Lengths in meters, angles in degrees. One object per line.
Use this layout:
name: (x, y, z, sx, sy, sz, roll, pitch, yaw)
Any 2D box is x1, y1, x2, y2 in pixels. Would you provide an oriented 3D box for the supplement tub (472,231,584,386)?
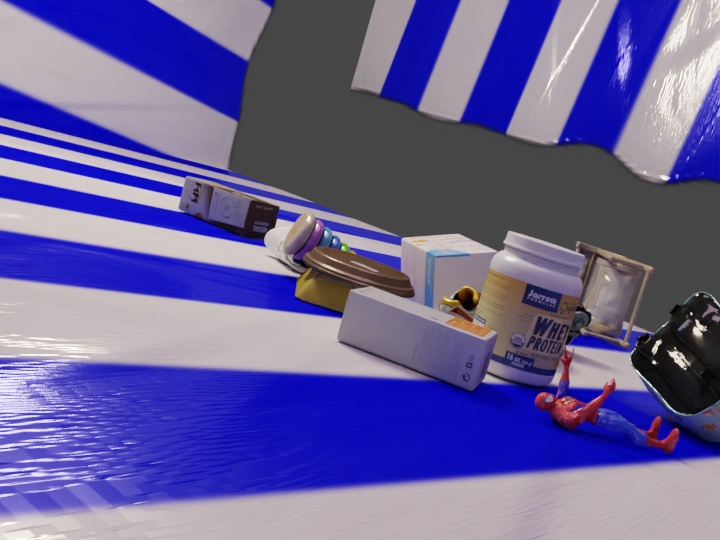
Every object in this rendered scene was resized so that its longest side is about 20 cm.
supplement tub: (0.249, 0.056, 1.314, 0.141, 0.204, 0.144, 16, 7, -2)

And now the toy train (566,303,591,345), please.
toy train: (0.349, 0.086, 1.691, 0.196, 0.115, 0.086, 17, 38, -24)

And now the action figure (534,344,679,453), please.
action figure: (0.315, 0.163, 1.114, 0.196, 0.101, 0.065, 13, 7, -17)

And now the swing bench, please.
swing bench: (0.585, 0.056, 2.127, 0.127, 0.203, 0.200, 15, 8, -12)

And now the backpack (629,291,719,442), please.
backpack: (0.528, 0.160, 1.323, 0.154, 0.175, 0.201, 46, 10, -20)

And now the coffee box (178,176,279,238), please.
coffee box: (-0.294, -0.140, 1.955, 0.197, 0.081, 0.114, 22, 9, 31)

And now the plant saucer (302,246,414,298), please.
plant saucer: (0.000, 0.000, 1.450, 0.196, 0.030, 0.200, 18, 8, -3)

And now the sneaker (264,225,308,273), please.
sneaker: (-0.118, -0.038, 1.671, 0.198, 0.076, 0.086, 23, 14, 38)

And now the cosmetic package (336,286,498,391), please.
cosmetic package: (0.078, 0.088, 1.186, 0.196, 0.073, 0.101, 19, 8, 15)

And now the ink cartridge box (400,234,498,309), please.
ink cartridge box: (0.154, 0.010, 1.618, 0.126, 0.128, 0.200, -4, 14, -17)

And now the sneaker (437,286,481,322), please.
sneaker: (0.193, 0.067, 1.429, 0.077, 0.084, 0.198, 16, 17, 36)

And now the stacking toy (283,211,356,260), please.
stacking toy: (-0.041, -0.016, 1.580, 0.199, 0.086, 0.085, 36, 1, -18)

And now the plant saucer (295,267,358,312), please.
plant saucer: (-0.009, 0.035, 1.471, 0.196, 0.050, 0.200, 16, 7, -5)
